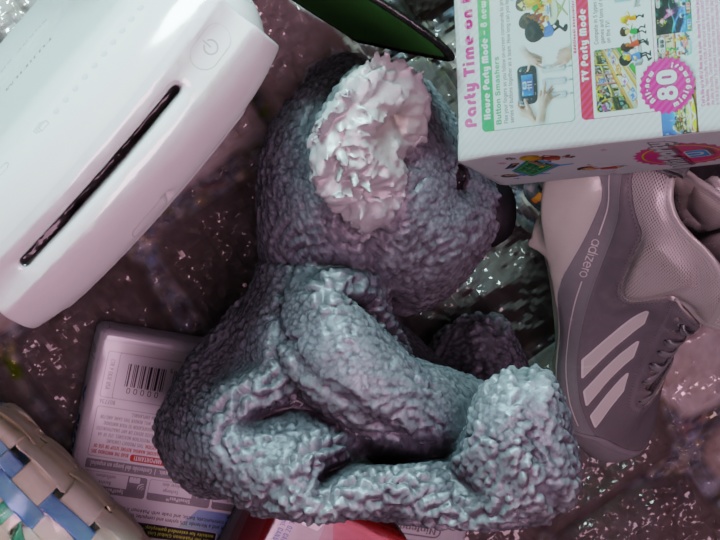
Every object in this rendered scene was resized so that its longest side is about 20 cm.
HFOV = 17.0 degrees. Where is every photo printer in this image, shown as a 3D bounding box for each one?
[{"bbox_3d":[-0.114,-0.065,1.008,0.069,0.200,0.166,40,94,-19],"label":"photo printer"}]

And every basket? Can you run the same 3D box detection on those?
[{"bbox_3d":[-0.190,0.166,1.077,0.176,0.139,0.200,42,93,-2],"label":"basket"}]

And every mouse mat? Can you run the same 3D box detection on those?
[{"bbox_3d":[-0.059,-0.147,1.019,0.200,0.161,0.008,34,88,-19],"label":"mouse mat"}]

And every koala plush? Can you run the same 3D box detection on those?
[{"bbox_3d":[0.000,0.000,1.059,0.184,0.177,0.200,0,99,-4],"label":"koala plush"}]

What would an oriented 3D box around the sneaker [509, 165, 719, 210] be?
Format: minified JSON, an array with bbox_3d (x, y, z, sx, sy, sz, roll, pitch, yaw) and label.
[{"bbox_3d":[0.090,-0.092,1.113,0.200,0.078,0.112,42,102,-10],"label":"sneaker"}]

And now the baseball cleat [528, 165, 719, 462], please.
[{"bbox_3d":[0.132,0.025,1.088,0.070,0.106,0.200,-59,148,-32],"label":"baseball cleat"}]

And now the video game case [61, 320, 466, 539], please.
[{"bbox_3d":[-0.048,0.128,1.168,0.200,0.022,0.182,10,102,-16],"label":"video game case"}]

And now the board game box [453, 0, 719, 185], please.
[{"bbox_3d":[0.139,-0.120,0.985,0.200,0.064,0.148,-5,81,21],"label":"board game box"}]

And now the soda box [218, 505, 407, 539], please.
[{"bbox_3d":[-0.055,0.192,1.139,0.070,0.063,0.200,24,98,-18],"label":"soda box"}]
